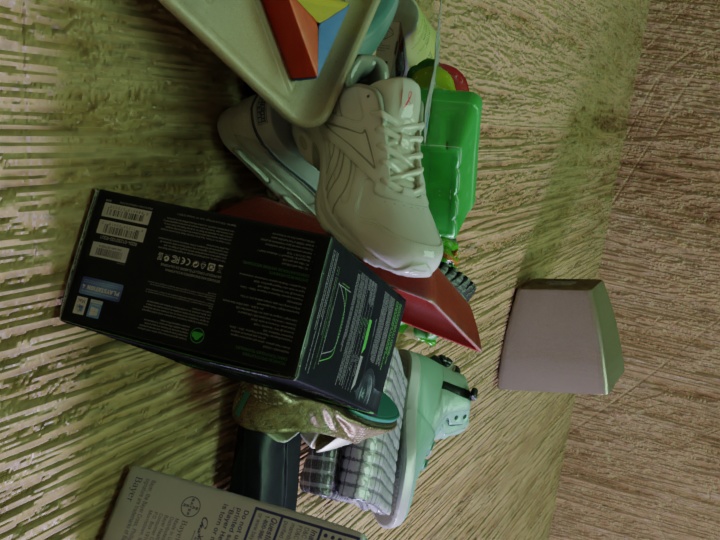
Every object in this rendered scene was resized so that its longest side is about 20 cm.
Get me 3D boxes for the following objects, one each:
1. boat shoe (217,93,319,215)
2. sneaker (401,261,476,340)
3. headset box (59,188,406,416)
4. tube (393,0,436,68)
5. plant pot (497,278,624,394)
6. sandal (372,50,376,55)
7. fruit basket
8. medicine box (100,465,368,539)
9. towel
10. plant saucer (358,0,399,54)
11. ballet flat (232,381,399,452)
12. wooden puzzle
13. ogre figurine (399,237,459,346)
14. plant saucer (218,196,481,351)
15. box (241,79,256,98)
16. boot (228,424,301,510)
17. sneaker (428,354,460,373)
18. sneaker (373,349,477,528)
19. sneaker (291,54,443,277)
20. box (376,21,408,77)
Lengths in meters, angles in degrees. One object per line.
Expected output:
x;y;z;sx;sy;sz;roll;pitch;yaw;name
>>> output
-0.043;-0.077;0.929;0.200;0.069;0.072;37;52;-49;boat shoe
0.032;0.008;1.139;0.199;0.078;0.086;33;82;-32;sneaker
-0.077;0.028;0.793;0.200;0.172;0.094;39;64;-69;headset box
0.058;-0.238;1.198;0.058;0.052;0.200;-37;167;8;tube
0.363;0.110;2.053;0.200;0.197;0.179;-22;111;-67;plant pot
-0.021;-0.182;0.900;0.208;0.059;0.080;76;33;-43;sandal
0.060;-0.134;1.047;0.186;0.093;0.201;89;2;-46;fruit basket
-0.078;0.246;0.877;0.183;0.198;0.104;62;44;-61;medicine box
-0.006;0.161;1.183;0.200;0.085;0.168;67;31;-74;towel
-0.030;-0.241;0.833;0.199;0.036;0.203;-3;94;-44;plant saucer
-0.041;0.120;0.976;0.065;0.071;0.199;-50;142;12;ballet flat
-0.054;-0.224;0.755;0.200;0.046;0.187;37;67;-37;wooden puzzle
0.050;0.011;1.258;0.199;0.098;0.121;16;100;-38;ogre figurine
0.000;0.000;0.944;0.037;0.198;0.200;-67;159;-7;plant saucer
-0.051;-0.152;0.969;0.201;0.032;0.122;76;32;-50;box
-0.063;0.144;1.049;0.164;0.065;0.203;-14;109;-55;boot
0.056;0.190;1.396;0.200;0.078;0.080;-46;-179;-34;sneaker
0.079;0.202;1.315;0.117;0.073;0.203;19;74;-33;sneaker
0.013;-0.082;0.790;0.077;0.201;0.100;9;128;-35;sneaker
0.025;-0.143;1.122;0.200;0.034;0.111;72;27;-66;box
